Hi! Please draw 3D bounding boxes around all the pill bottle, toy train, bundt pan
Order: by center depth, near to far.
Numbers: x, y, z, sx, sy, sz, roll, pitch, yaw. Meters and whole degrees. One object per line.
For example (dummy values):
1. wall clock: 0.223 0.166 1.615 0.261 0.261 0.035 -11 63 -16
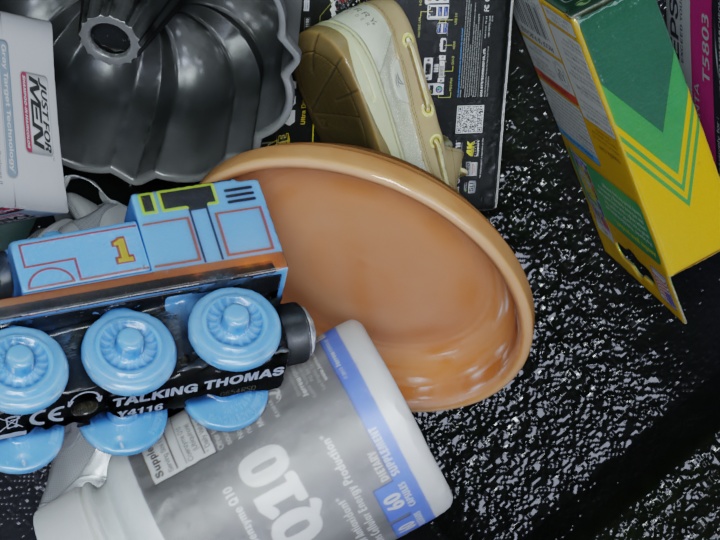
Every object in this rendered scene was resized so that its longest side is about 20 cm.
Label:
1. toy train: -0.123 0.026 0.986 0.198 0.115 0.087 -10 148 -17
2. bundt pan: -0.121 -0.143 1.042 0.200 0.076 0.203 8 138 7
3. pill bottle: -0.062 0.120 1.050 0.199 0.114 0.114 -29 116 -2

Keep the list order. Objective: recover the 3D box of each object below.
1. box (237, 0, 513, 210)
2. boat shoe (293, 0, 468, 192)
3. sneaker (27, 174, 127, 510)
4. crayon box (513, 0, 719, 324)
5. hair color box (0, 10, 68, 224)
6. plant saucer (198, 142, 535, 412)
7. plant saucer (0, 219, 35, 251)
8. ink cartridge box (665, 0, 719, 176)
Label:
1. box: 0.005 -0.131 1.138 0.158 0.049 0.202 -3 111 -13
2. boat shoe: 0.025 -0.055 1.109 0.066 0.074 0.201 -37 127 -28
3. sneaker: -0.159 0.048 1.123 0.114 0.075 0.201 31 74 -20
4. crayon box: 0.152 -0.084 1.157 0.051 0.126 0.201 -27 116 -6
5. hair color box: -0.224 -0.077 0.934 0.199 0.060 0.100 4 78 -59
6. plant saucer: 0.000 0.000 1.073 0.198 0.038 0.201 14 143 11
7. plant saucer: -0.265 -0.056 1.091 0.199 0.039 0.203 -6 113 -15
8. ink cartridge box: 0.236 -0.110 1.150 0.074 0.165 0.202 -11 113 -10
